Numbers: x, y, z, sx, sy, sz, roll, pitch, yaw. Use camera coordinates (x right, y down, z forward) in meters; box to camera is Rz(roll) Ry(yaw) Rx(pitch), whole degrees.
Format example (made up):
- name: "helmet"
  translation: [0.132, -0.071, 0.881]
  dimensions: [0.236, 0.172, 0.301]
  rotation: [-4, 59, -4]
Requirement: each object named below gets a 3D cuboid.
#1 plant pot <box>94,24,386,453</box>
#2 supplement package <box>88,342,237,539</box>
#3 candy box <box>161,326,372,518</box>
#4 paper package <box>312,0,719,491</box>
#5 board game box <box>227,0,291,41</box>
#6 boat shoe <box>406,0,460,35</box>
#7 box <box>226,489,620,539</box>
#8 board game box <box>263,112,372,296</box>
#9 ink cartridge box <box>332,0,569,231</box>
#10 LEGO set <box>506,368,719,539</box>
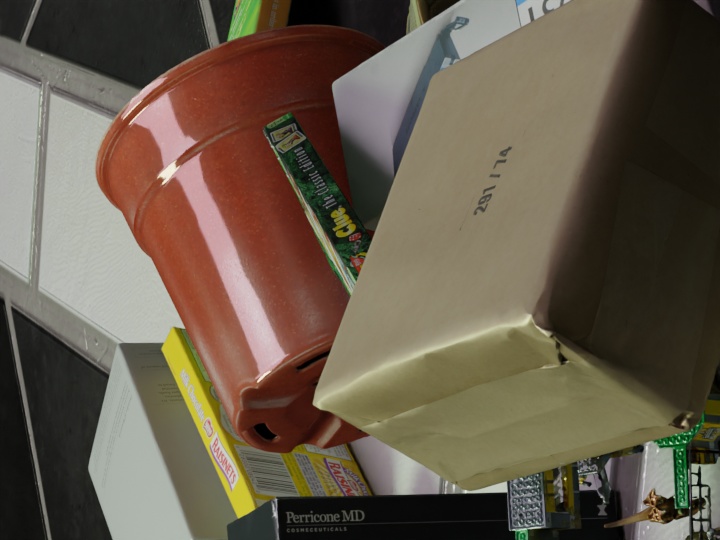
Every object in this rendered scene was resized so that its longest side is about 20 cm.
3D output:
- name: "plant pot"
  translation: [-0.036, -0.009, 1.652]
  dimensions: [0.196, 0.200, 0.201]
  rotation: [67, 148, 26]
- name: "supplement package"
  translation: [-0.097, 0.156, 1.850]
  dimensions: [0.200, 0.121, 0.120]
  rotation: [-116, 35, -47]
- name: "candy box"
  translation: [-0.056, 0.111, 1.779]
  dimensions: [0.026, 0.102, 0.200]
  rotation: [-59, 34, 24]
- name: "paper package"
  translation: [0.090, -0.015, 1.272]
  dimensions: [0.190, 0.103, 0.201]
  rotation: [-23, 41, 53]
- name: "board game box"
  translation: [-0.070, -0.164, 1.849]
  dimensions: [0.096, 0.030, 0.201]
  rotation: [122, 159, -51]
- name: "boat shoe"
  translation: [0.057, -0.091, 1.570]
  dimensions: [0.063, 0.073, 0.202]
  rotation: [121, 143, -72]
- name: "box"
  translation: [0.039, 0.191, 1.434]
  dimensions: [0.079, 0.199, 0.142]
  rotation: [149, 119, -63]
- name: "board game box"
  translation: [0.000, 0.000, 1.446]
  dimensions: [0.105, 0.023, 0.200]
  rotation: [61, 179, -30]
- name: "ink cartridge box"
  translation: [0.080, -0.063, 1.448]
  dimensions: [0.200, 0.045, 0.177]
  rotation: [-30, 59, 35]
- name: "LEGO set"
  translation: [0.149, 0.140, 1.344]
  dimensions: [0.153, 0.116, 0.201]
  rotation: [-18, 74, 35]
